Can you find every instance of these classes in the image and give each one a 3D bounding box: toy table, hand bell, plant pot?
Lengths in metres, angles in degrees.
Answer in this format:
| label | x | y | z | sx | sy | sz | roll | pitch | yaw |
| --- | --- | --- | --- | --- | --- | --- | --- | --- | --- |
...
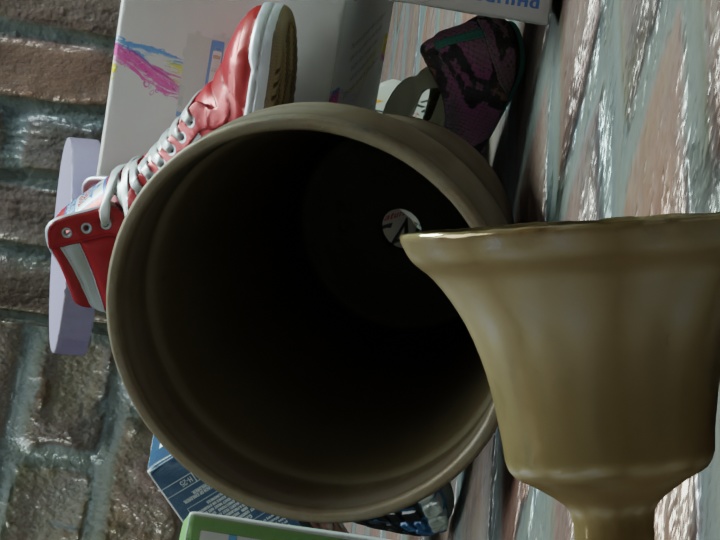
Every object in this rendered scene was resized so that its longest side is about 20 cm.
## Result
| label | x | y | z | sx | sy | sz | roll | pitch | yaw |
| --- | --- | --- | --- | --- | --- | --- | --- | --- | --- |
| toy table | -0.127 | -0.010 | 1.729 | 0.200 | 0.117 | 0.184 | -107 | 23 | -65 |
| hand bell | 0.070 | 0.086 | 0.755 | 0.104 | 0.104 | 0.200 | -149 | 55 | -87 |
| plant pot | 0.000 | 0.000 | 1.385 | 0.174 | 0.200 | 0.200 | -45 | -34 | -65 |

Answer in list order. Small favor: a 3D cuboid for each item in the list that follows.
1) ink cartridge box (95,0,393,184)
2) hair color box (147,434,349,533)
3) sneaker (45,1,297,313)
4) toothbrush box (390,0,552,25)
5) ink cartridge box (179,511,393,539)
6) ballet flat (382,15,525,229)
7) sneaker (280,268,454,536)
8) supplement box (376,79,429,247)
| label | x | y | z | sx | sy | sz | roll | pitch | yaw |
| --- | --- | --- | --- | --- | --- | --- | --- | --- | --- |
| ink cartridge box | -0.058 | -0.124 | 1.553 | 0.129 | 0.125 | 0.200 | -53 | -25 | -67 |
| hair color box | -0.045 | 0.164 | 1.670 | 0.200 | 0.061 | 0.100 | 57 | -171 | -15 |
| sneaker | -0.100 | -0.055 | 1.479 | 0.071 | 0.112 | 0.200 | -56 | -19 | -65 |
| toothbrush box | 0.068 | -0.240 | 1.434 | 0.146 | 0.086 | 0.200 | -89 | 9 | -74 |
| ink cartridge box | -0.047 | 0.159 | 1.453 | 0.104 | 0.200 | 0.059 | 124 | 154 | -82 |
| ballet flat | 0.042 | -0.073 | 1.587 | 0.200 | 0.071 | 0.069 | 102 | 159 | -57 |
| sneaker | 0.002 | 0.068 | 1.536 | 0.200 | 0.075 | 0.087 | 55 | -137 | -41 |
| supplement box | 0.002 | -0.006 | 1.717 | 0.126 | 0.073 | 0.200 | -21 | -55 | -56 |
